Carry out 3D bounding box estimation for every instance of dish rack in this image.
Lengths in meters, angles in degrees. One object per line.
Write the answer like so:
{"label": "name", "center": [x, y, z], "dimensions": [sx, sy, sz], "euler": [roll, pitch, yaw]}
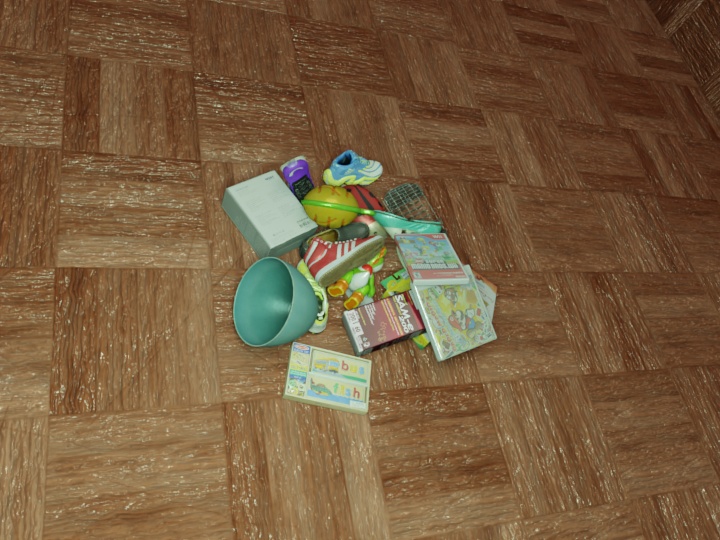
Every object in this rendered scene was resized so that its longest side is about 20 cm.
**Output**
{"label": "dish rack", "center": [0.148, -0.145, 1.717], "dimensions": [0.153, 0.055, 0.200], "euler": [-28, 85, -35]}

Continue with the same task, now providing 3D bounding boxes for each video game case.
{"label": "video game case", "center": [0.175, -0.031, 1.529], "dimensions": [0.142, 0.017, 0.200], "euler": [-2, 37, -13]}
{"label": "video game case", "center": [0.230, 0.100, 1.495], "dimensions": [0.181, 0.023, 0.201], "euler": [-16, 82, -29]}

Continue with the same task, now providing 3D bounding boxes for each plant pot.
{"label": "plant pot", "center": [-0.175, 0.082, 1.390], "dimensions": [0.135, 0.200, 0.201], "euler": [19, 48, -48]}

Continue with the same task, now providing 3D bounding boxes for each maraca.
{"label": "maraca", "center": [-0.056, -0.159, 1.546], "dimensions": [0.199, 0.137, 0.107], "euler": [7, 97, -35]}

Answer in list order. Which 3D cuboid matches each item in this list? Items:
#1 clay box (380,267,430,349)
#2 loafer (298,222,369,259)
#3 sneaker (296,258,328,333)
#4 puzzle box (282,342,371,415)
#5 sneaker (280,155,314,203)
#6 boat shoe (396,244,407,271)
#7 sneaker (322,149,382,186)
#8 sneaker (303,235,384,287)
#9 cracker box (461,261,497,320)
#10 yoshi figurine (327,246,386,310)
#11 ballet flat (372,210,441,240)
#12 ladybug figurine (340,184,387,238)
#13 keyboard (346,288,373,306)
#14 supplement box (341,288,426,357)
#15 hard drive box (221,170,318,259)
{"label": "clay box", "center": [0.142, 0.095, 1.587], "dimensions": [0.115, 0.048, 0.200], "euler": [-27, 71, -36]}
{"label": "loafer", "center": [-0.060, -0.080, 1.572], "dimensions": [0.199, 0.072, 0.073], "euler": [-25, 77, -20]}
{"label": "sneaker", "center": [-0.110, 0.051, 1.489], "dimensions": [0.075, 0.076, 0.201], "euler": [-2, 59, -22]}
{"label": "puzzle box", "center": [-0.073, 0.250, 1.410], "dimensions": [0.199, 0.025, 0.133], "euler": [15, 54, -14]}
{"label": "sneaker", "center": [-0.148, -0.221, 1.579], "dimensions": [0.069, 0.200, 0.100], "euler": [-28, 78, -4]}
{"label": "boat shoe", "center": [0.168, -0.005, 1.579], "dimensions": [0.060, 0.072, 0.202], "euler": [-26, 61, -22]}
{"label": "sneaker", "center": [-0.007, -0.295, 1.735], "dimensions": [0.200, 0.105, 0.076], "euler": [-20, 69, -32]}
{"label": "sneaker", "center": [-0.046, -0.052, 1.493], "dimensions": [0.200, 0.071, 0.113], "euler": [-31, 55, -16]}
{"label": "cracker box", "center": [0.287, 0.081, 1.621], "dimensions": [0.134, 0.058, 0.200], "euler": [34, 40, -8]}
{"label": "yoshi figurine", "center": [-0.004, 0.008, 1.558], "dimensions": [0.112, 0.113, 0.200], "euler": [17, 51, 25]}
{"label": "ballet flat", "center": [0.121, -0.110, 1.623], "dimensions": [0.199, 0.067, 0.071], "euler": [10, 91, -15]}
{"label": "ladybug figurine", "center": [0.006, -0.165, 1.678], "dimensions": [0.136, 0.072, 0.200], "euler": [-29, 74, -34]}
{"label": "keyboard", "center": [0.024, 0.105, 1.556], "dimensions": [0.056, 0.011, 0.200], "euler": [-22, 70, -38]}
{"label": "supplement box", "center": [0.066, 0.126, 1.491], "dimensions": [0.199, 0.061, 0.109], "euler": [-18, 72, -14]}
{"label": "hard drive box", "center": [-0.233, -0.141, 1.557], "dimensions": [0.156, 0.077, 0.200], "euler": [-28, 74, -35]}
